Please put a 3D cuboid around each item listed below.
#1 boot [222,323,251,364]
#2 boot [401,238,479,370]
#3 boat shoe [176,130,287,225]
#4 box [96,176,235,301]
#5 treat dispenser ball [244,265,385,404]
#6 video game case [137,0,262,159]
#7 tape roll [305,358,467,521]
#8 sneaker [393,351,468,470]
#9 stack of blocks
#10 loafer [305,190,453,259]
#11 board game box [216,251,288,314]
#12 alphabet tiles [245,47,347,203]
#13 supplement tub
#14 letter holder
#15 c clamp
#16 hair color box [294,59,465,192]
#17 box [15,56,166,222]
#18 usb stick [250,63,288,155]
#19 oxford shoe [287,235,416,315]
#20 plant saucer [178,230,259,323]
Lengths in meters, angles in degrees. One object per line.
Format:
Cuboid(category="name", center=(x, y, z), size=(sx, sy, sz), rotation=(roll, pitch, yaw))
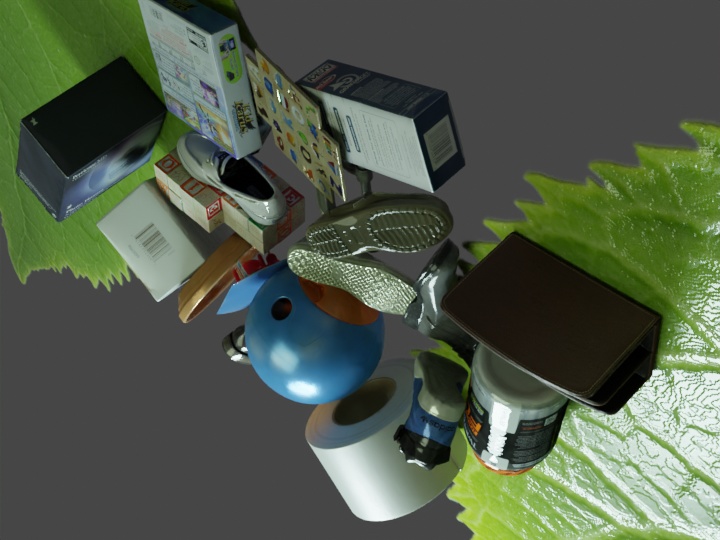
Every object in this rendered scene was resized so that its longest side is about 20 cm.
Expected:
Cuboid(category="boot", center=(-0.106, 0.081, 1.766), size=(0.174, 0.199, 0.070), rotation=(-44, 61, 34))
Cuboid(category="boot", center=(0.131, 0.046, 1.397), size=(0.131, 0.070, 0.200), rotation=(35, 157, 11))
Cuboid(category="boat shoe", center=(-0.183, -0.140, 1.565), size=(0.200, 0.072, 0.066), rotation=(43, 163, 23))
Cuboid(category="box", center=(-0.292, -0.062, 1.752), size=(0.153, 0.106, 0.200), rotation=(52, -165, -3))
Cuboid(category="treat dispenser ball", center=(-0.064, 0.087, 1.591), size=(0.200, 0.201, 0.202), rotation=(37, 152, 24))
Cuboid(category="video game case", center=(-0.214, -0.267, 1.497), size=(0.200, 0.045, 0.182), rotation=(37, 145, 43))
Cuboid(category="tape roll", center=(0.038, 0.242, 1.636), size=(0.202, 0.202, 0.140), rotation=(2, 128, 57))
Cuboid(category="sneaker", center=(0.086, 0.179, 1.417), size=(0.076, 0.112, 0.200), rotation=(21, -166, -4))
Cuboid(category="stack of blocks", center=(-0.188, -0.112, 1.625), size=(0.200, 0.115, 0.059), rotation=(38, 152, 22))
Cuboid(category="loafer", center=(0.025, -0.065, 1.375), size=(0.199, 0.068, 0.076), rotation=(-5, 130, 29))
Cuboid(category="board game box", center=(-0.138, 0.001, 1.666), size=(0.039, 0.157, 0.200), rotation=(64, 157, 11))
Cuboid(category="alphabet tiles", center=(-0.078, -0.174, 1.369), size=(0.200, 0.006, 0.167), rotation=(47, 160, 32))
Cuboid(category="supplement tub", center=(0.190, 0.163, 1.375), size=(0.122, 0.122, 0.201), rotation=(37, 151, 24))
Cuboid(category="letter holder", center=(0.198, 0.076, 1.221), size=(0.199, 0.142, 0.101), rotation=(33, 150, 31))
Cuboid(category="c clamp", center=(-0.008, -0.093, 1.462), size=(0.170, 0.027, 0.201), rotation=(36, 151, 27))
Cuboid(category="hair color box", center=(0.021, -0.167, 1.277), size=(0.199, 0.060, 0.101), rotation=(24, 144, 42))
Cuboid(category="box", center=(-0.432, -0.204, 1.794), size=(0.123, 0.200, 0.198), rotation=(49, 155, 3))
Cuboid(category="usb stick", center=(-0.134, -0.212, 1.498), size=(0.056, 0.033, 0.200), rotation=(50, 154, 2))
Cuboid(category="oxford shoe", center=(0.000, 0.000, 1.506), size=(0.199, 0.058, 0.076), rotation=(21, 128, -1))
Cuboid(category="plant saucer", center=(-0.207, -0.005, 1.696), size=(0.037, 0.200, 0.200), rotation=(43, 154, 0))
